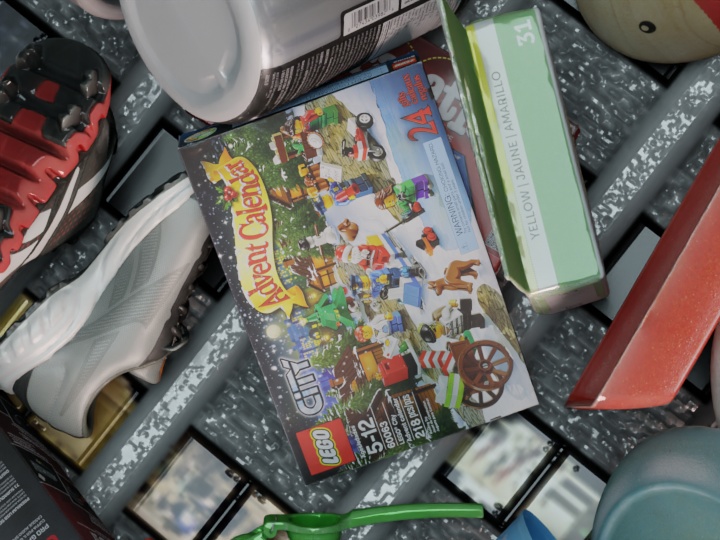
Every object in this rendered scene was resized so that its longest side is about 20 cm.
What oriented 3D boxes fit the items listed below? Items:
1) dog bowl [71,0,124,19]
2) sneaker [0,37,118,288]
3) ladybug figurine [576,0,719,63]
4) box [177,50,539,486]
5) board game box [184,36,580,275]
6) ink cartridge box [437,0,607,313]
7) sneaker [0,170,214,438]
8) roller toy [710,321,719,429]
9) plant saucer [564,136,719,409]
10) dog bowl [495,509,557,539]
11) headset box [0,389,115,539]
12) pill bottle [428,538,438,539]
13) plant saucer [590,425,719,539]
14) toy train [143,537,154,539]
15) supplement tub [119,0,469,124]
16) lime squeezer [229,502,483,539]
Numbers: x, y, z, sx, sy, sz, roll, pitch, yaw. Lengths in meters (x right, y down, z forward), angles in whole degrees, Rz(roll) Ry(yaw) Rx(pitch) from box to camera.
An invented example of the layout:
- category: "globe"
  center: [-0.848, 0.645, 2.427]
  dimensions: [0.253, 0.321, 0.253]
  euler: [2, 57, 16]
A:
- category: "dog bowl"
  center: [-0.100, -0.217, 1.271]
  dimensions: [0.200, 0.200, 0.059]
  euler: [-42, 72, 1]
- category: "sneaker"
  center: [-0.197, -0.028, 1.308]
  dimensions: [0.071, 0.098, 0.201]
  euler: [27, 72, 22]
- category: "ladybug figurine"
  center: [0.199, -0.203, 1.298]
  dimensions: [0.136, 0.072, 0.200]
  euler: [42, 89, 10]
- category: "box"
  center: [0.000, 0.000, 1.275]
  dimensions: [0.136, 0.038, 0.201]
  euler: [-20, 105, 1]
- category: "board game box"
  center: [0.012, -0.084, 1.335]
  dimensions: [0.200, 0.019, 0.103]
  euler: [30, 87, 10]
- category: "ink cartridge box"
  center: [0.085, -0.060, 1.204]
  dimensions: [0.048, 0.200, 0.146]
  euler: [-14, 83, 5]
- category: "sneaker"
  center: [-0.115, 0.009, 1.320]
  dimensions: [0.079, 0.074, 0.200]
  euler: [45, 96, 0]
- category: "roller toy"
  center: [0.278, 0.048, 1.201]
  dimensions: [0.200, 0.140, 0.183]
  euler: [-48, 114, -14]
- category: "plant saucer"
  center: [0.174, -0.008, 1.215]
  dimensions: [0.037, 0.200, 0.200]
  euler: [30, 87, 2]
- category: "dog bowl"
  center: [0.116, 0.217, 1.188]
  dimensions: [0.050, 0.111, 0.200]
  euler: [-34, 73, 7]
- category: "headset box"
  center: [-0.221, 0.154, 1.276]
  dimensions: [0.149, 0.075, 0.200]
  euler: [-42, 60, 1]
- category: "pill bottle"
  center: [-0.016, 0.237, 1.251]
  dimensions: [0.200, 0.111, 0.111]
  euler: [-31, 80, 3]
- category: "plant saucer"
  center: [0.183, 0.178, 1.204]
  dimensions: [0.027, 0.200, 0.201]
  euler: [-20, 78, -37]
- category: "toy train"
  center: [-0.179, 0.229, 1.302]
  dimensions: [0.150, 0.056, 0.201]
  euler: [16, 86, 9]
- category: "supplement tub"
  center: [-0.019, -0.167, 1.261]
  dimensions: [0.200, 0.123, 0.123]
  euler: [-30, 78, -35]
- category: "lime squeezer"
  center: [-0.032, 0.162, 1.301]
  dimensions: [0.200, 0.038, 0.071]
  euler: [-36, 80, 1]
